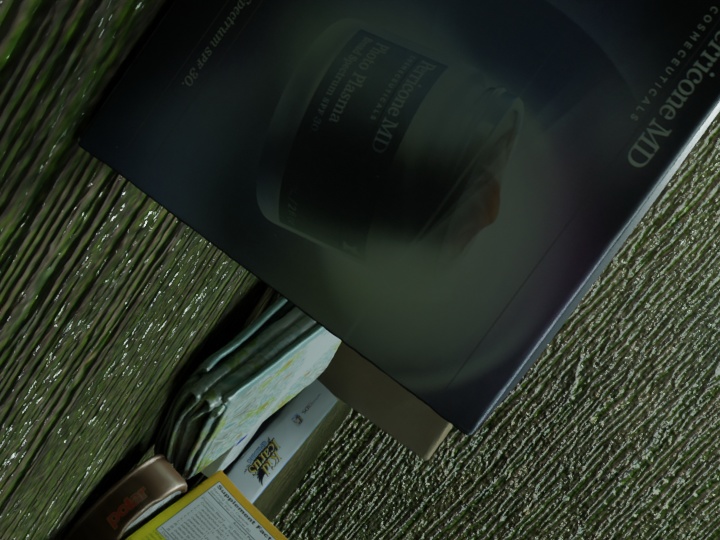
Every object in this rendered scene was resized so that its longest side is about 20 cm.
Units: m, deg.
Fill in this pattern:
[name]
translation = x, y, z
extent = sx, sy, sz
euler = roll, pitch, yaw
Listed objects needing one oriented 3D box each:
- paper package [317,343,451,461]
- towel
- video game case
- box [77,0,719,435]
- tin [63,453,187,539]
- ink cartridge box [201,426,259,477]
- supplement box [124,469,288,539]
[paper package]
translation = 0.053, 0.075, 1.702
extent = 0.191, 0.200, 0.103
euler = -57, 174, 25
[towel]
translation = -0.081, 0.080, 1.282
extent = 0.200, 0.048, 0.171
euler = -37, 168, -33
[video game case]
translation = -0.128, 0.219, 1.697
extent = 0.181, 0.045, 0.200
euler = -50, -175, -34
[box]
translation = 0.031, -0.073, 0.634
extent = 0.200, 0.198, 0.123
euler = -55, 174, 7
[tin]
translation = -0.197, 0.216, 1.274
extent = 0.112, 0.042, 0.200
euler = -38, 169, -21
[ink cartridge box]
translation = -0.096, 0.114, 1.545
extent = 0.200, 0.039, 0.099
euler = -54, 174, 15
[supplement box]
translation = -0.155, 0.269, 1.231
extent = 0.110, 0.109, 0.200
euler = -52, 168, 35
